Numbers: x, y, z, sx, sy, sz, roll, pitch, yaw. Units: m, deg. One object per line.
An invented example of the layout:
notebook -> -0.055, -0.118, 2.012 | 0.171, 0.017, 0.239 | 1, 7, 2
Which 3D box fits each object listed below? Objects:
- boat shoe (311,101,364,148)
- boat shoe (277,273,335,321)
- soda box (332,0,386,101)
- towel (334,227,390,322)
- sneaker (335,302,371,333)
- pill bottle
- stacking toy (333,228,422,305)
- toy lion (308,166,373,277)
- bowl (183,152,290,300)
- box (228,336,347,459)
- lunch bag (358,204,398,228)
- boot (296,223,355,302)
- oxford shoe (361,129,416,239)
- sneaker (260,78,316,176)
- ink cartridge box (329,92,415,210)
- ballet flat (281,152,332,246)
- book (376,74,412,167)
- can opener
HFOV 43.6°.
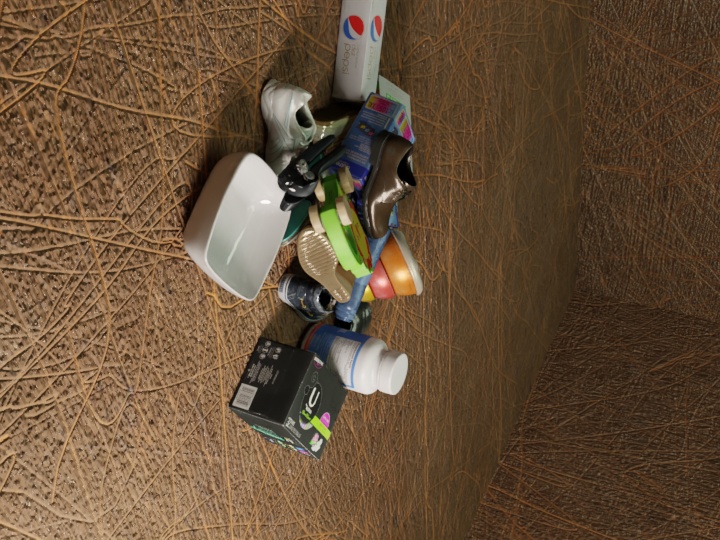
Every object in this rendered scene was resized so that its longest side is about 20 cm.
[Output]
boat shoe -> -0.033, -0.273, 1.695 | 0.200, 0.074, 0.067 | -27, 133, -52
boat shoe -> -0.079, 0.063, 1.734 | 0.200, 0.090, 0.071 | 36, 70, -65
soda box -> -0.001, -0.421, 1.684 | 0.068, 0.063, 0.202 | -22, 121, -62
towel -> 0.000, 0.000, 1.744 | 0.112, 0.048, 0.201 | -132, -115, -88
sneaker -> -0.030, 0.161, 1.940 | 0.090, 0.075, 0.202 | -18, 112, -52
pill bottle -> -0.012, 0.180, 1.793 | 0.112, 0.198, 0.113 | -43, 141, -51
stacking toy -> 0.017, 0.014, 1.844 | 0.146, 0.199, 0.147 | 157, -90, -87
toy lion -> -0.023, -0.066, 1.552 | 0.200, 0.068, 0.193 | -89, 159, -62
bowl -> -0.199, -0.074, 1.418 | 0.201, 0.074, 0.200 | -68, 155, -16
box -> -0.130, 0.241, 1.678 | 0.149, 0.123, 0.200 | -66, 153, -20
lunch bag -> 0.016, -0.195, 1.831 | 0.150, 0.093, 0.202 | 10, 84, -63
boot -> -0.063, -0.056, 1.636 | 0.201, 0.072, 0.167 | 62, 19, -45
oxford shoe -> 0.053, -0.142, 1.612 | 0.073, 0.084, 0.202 | -32, 137, -53
sneaker -> -0.117, -0.220, 1.519 | 0.071, 0.080, 0.202 | -52, 148, -45
ink cartridge box -> 0.017, -0.206, 1.681 | 0.201, 0.076, 0.137 | -60, 157, -12
ballet flat -> -0.096, -0.122, 1.624 | 0.064, 0.067, 0.201 | 47, 58, -53
book -> 0.059, -0.280, 1.841 | 0.133, 0.048, 0.202 | 20, 64, -61
can opener -> -0.082, -0.176, 1.496 | 0.063, 0.078, 0.200 | 44, 43, -10
